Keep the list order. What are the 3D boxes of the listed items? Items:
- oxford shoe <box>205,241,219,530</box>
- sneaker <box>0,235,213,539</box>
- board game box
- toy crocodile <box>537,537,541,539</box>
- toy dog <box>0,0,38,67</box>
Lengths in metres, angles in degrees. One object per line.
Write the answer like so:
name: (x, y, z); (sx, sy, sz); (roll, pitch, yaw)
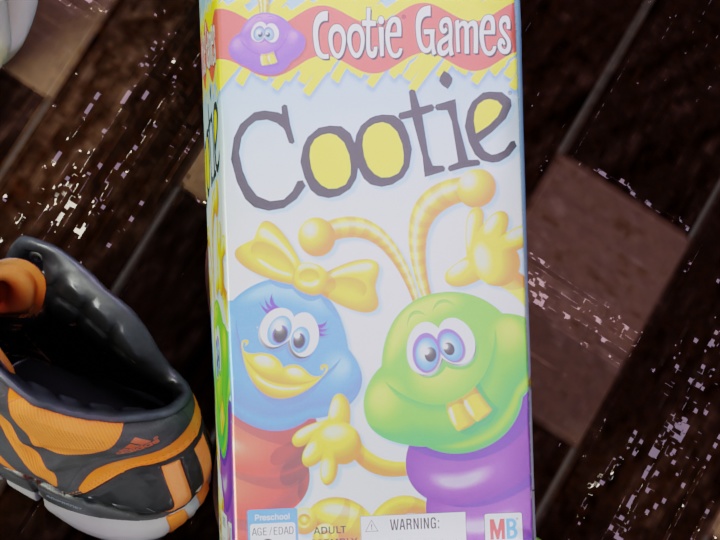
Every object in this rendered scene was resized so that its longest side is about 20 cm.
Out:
oxford shoe: (-0.017, 0.059, 0.994); (0.071, 0.074, 0.201); (-10, 80, -19)
sneaker: (-0.144, 0.021, 0.933); (0.199, 0.112, 0.078); (16, 61, 8)
board game box: (0.000, 0.000, 0.913); (0.103, 0.105, 0.201); (-2, 89, -6)
toy crocodile: (0.030, 0.188, 0.979); (0.062, 0.068, 0.201); (25, 70, -4)
toy dog: (-0.219, -0.143, 0.963); (0.194, 0.140, 0.200); (-28, 84, -32)
